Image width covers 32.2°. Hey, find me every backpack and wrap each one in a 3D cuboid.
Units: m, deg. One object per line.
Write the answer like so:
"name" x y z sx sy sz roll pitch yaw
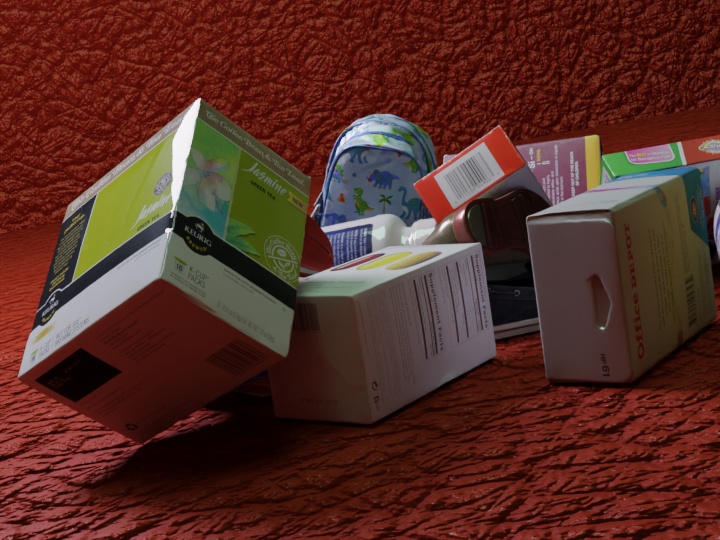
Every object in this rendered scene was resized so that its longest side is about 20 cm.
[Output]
"backpack" 0.022 -0.082 1.464 0.162 0.202 0.154 14 6 12

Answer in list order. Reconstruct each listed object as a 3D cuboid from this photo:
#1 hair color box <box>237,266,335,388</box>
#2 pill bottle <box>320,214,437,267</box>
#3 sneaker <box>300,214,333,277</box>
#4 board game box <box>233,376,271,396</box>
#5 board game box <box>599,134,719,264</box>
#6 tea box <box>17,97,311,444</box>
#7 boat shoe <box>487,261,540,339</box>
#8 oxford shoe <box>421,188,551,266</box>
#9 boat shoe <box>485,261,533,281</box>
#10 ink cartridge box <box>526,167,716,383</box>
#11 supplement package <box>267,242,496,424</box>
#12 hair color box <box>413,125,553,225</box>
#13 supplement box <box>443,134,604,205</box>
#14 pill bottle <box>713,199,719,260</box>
"hair color box" -0.078 0.050 1.194 0.199 0.065 0.109 -18 12 -41
"pill bottle" 0.000 0.000 1.376 0.198 0.112 0.111 -10 9 17
"sneaker" -0.133 -0.025 1.212 0.116 0.199 0.079 -47 26 40
"board game box" -0.047 0.083 1.237 0.199 0.030 0.095 -21 15 -39
"board game box" 0.356 -0.069 1.350 0.198 0.154 0.040 -10 41 -7
"tea box" -0.159 0.003 1.039 0.199 0.133 0.198 -31 40 36
"boat shoe" 0.193 0.020 1.257 0.198 0.063 0.075 -12 8 -21
"oxford shoe" 0.134 -0.037 1.245 0.074 0.071 0.199 -24 -16 36
"boat shoe" 0.134 0.024 1.314 0.199 0.071 0.071 -16 -9 -25
"ink cartridge box" 0.230 0.001 1.082 0.084 0.146 0.199 -2 12 35
"supplement package" 0.019 0.050 1.105 0.113 0.111 0.199 -2 12 38
"hair color box" 0.148 -0.060 1.337 0.110 0.064 0.200 -34 -34 8
"supplement box" 0.214 -0.085 1.565 0.198 0.104 0.131 -6 -24 17
"pill bottle" 0.407 -0.040 1.219 0.119 0.121 0.200 -7 11 15
